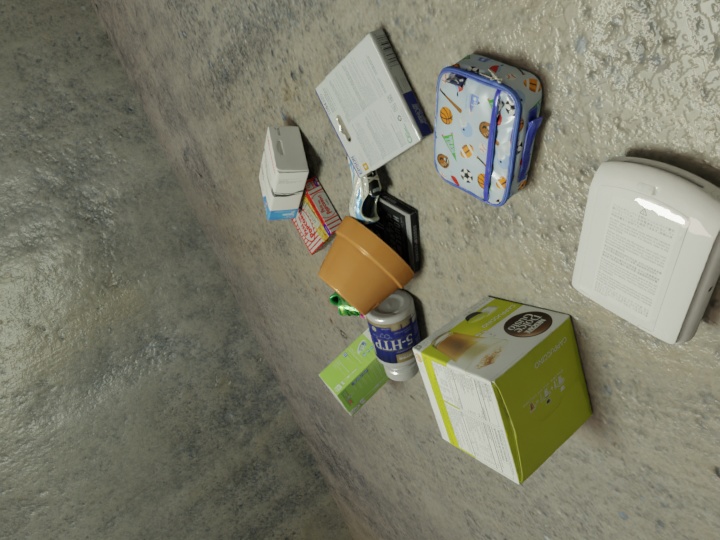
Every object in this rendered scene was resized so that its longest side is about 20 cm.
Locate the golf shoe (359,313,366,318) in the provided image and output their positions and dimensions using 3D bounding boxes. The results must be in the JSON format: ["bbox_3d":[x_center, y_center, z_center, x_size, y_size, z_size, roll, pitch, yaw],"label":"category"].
[{"bbox_3d":[-0.004,0.028,1.383,0.202,0.090,0.075,58,157,9],"label":"golf shoe"}]

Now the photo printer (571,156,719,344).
[{"bbox_3d":[0.346,-0.032,0.660,0.166,0.069,0.203,37,146,42],"label":"photo printer"}]

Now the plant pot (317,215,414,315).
[{"bbox_3d":[0.000,0.000,1.191,0.199,0.141,0.200,40,175,4],"label":"plant pot"}]

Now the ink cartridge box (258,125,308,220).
[{"bbox_3d":[-0.199,-0.247,1.402,0.201,0.082,0.147,119,140,-57],"label":"ink cartridge box"}]

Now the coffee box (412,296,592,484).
[{"bbox_3d":[0.244,0.192,0.943,0.196,0.198,0.204,13,128,57],"label":"coffee box"}]

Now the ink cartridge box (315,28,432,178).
[{"bbox_3d":[0.019,-0.297,1.010,0.199,0.043,0.199,-19,100,56],"label":"ink cartridge box"}]

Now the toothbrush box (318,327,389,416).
[{"bbox_3d":[0.005,0.264,1.451,0.086,0.199,0.146,41,166,35],"label":"toothbrush box"}]

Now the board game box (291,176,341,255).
[{"bbox_3d":[-0.126,-0.143,1.486,0.153,0.046,0.200,60,156,3],"label":"board game box"}]

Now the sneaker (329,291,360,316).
[{"bbox_3d":[-0.016,0.103,1.494,0.199,0.083,0.075,24,137,52],"label":"sneaker"}]

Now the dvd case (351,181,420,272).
[{"bbox_3d":[0.056,-0.101,1.205,0.199,0.024,0.153,37,147,43],"label":"dvd case"}]

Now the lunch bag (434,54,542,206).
[{"bbox_3d":[0.182,-0.202,0.795,0.160,0.075,0.203,38,149,36],"label":"lunch bag"}]

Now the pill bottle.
[{"bbox_3d":[0.085,0.160,1.315,0.119,0.119,0.203,29,141,48],"label":"pill bottle"}]

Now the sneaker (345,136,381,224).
[{"bbox_3d":[0.013,-0.194,1.120,0.071,0.071,0.204,16,119,37],"label":"sneaker"}]
